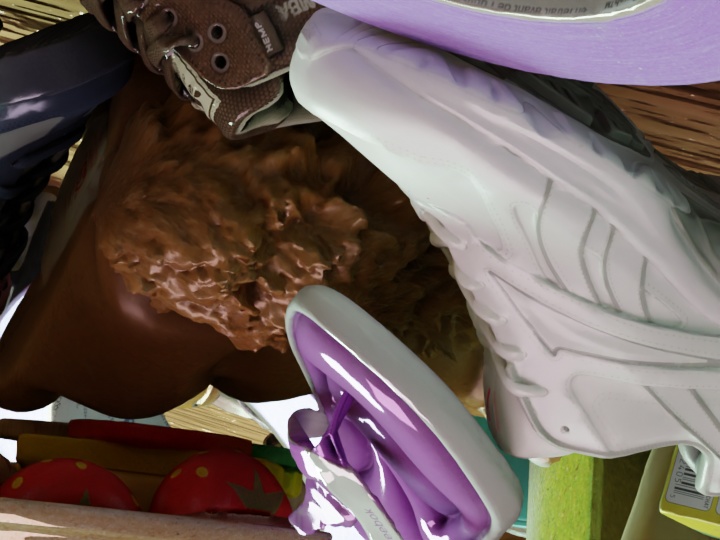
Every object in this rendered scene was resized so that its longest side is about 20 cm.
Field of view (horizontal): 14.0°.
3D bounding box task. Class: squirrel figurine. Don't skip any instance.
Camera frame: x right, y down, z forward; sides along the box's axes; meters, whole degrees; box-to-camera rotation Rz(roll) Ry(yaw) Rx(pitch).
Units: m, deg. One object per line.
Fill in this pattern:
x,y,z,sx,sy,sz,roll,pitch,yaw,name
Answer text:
0.000,0.000,0.945,0.186,0.142,0.200,20,168,-16,squirrel figurine

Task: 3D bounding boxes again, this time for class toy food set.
-0.107,0.072,0.963,0.200,0.049,0.198,5,174,6,toy food set

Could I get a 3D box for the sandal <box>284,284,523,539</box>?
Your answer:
0.006,0.066,0.863,0.082,0.050,0.203,38,167,17,sandal

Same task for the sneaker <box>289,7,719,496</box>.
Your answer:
0.053,0.004,0.792,0.200,0.099,0.078,32,-163,-21,sneaker

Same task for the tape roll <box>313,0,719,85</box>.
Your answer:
0.018,-0.117,0.655,0.200,0.066,0.200,20,164,6,tape roll

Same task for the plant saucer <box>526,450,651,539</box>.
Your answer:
0.116,0.141,1.116,0.048,0.200,0.200,-14,147,30,plant saucer

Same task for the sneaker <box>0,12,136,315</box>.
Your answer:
-0.125,-0.024,0.958,0.200,0.070,0.082,-25,91,52,sneaker

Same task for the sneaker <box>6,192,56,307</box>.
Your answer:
-0.224,-0.041,1.232,0.200,0.075,0.081,31,171,-26,sneaker

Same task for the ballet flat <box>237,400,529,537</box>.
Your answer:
0.037,0.064,1.247,0.200,0.069,0.071,16,-178,35,ballet flat

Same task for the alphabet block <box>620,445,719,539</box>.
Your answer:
0.200,0.121,0.945,0.196,0.200,0.195,14,162,25,alphabet block

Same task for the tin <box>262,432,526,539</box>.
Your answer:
0.053,0.109,1.283,0.200,0.042,0.112,11,-164,-1,tin

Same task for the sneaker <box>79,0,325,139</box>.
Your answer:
-0.042,-0.081,0.832,0.200,0.076,0.070,19,164,9,sneaker

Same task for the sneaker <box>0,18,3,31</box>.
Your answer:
-0.156,-0.090,0.964,0.075,0.081,0.200,-3,178,-16,sneaker

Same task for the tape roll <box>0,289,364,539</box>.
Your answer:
-0.052,0.070,1.167,0.200,0.066,0.200,21,132,25,tape roll

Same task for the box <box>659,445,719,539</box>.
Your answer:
0.196,0.040,0.832,0.200,0.118,0.048,13,172,31,box

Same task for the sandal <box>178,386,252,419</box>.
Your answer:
-0.085,0.030,1.294,0.080,0.054,0.200,16,163,21,sandal
